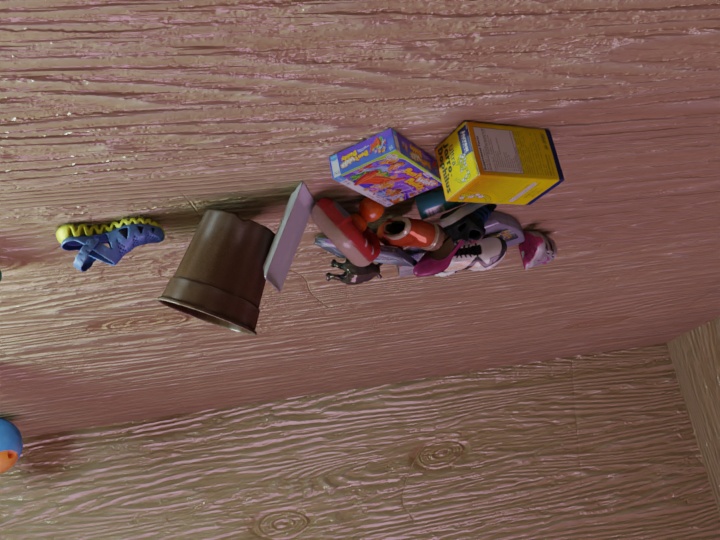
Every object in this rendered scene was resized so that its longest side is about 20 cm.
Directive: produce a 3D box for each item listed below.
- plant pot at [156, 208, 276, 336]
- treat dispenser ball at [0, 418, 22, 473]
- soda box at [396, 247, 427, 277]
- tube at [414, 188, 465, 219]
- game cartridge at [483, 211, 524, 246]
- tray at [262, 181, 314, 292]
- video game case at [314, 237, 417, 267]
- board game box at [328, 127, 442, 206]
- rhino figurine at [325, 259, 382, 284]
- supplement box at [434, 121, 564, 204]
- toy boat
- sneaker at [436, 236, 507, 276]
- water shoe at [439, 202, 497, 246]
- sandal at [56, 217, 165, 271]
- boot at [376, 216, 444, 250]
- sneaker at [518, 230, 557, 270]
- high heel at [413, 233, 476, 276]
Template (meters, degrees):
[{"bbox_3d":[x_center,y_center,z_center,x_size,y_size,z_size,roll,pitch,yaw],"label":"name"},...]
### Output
[{"bbox_3d":[-0.261,0.001,1.514,0.200,0.199,0.200,19,168,4],"label":"plant pot"},{"bbox_3d":[-1.315,0.629,2.802,0.200,0.202,0.201,-10,161,-3],"label":"treat dispenser ball"},{"bbox_3d":[0.119,-0.049,1.862,0.068,0.064,0.200,-10,161,-2],"label":"soda box"},{"bbox_3d":[0.214,-0.159,1.630,0.199,0.051,0.077,-17,175,7],"label":"tube"},{"bbox_3d":[0.320,-0.089,1.906,0.133,0.041,0.200,-25,157,24],"label":"game cartridge"},{"bbox_3d":[-0.141,-0.065,1.510,0.022,0.201,0.107,16,167,15],"label":"tray"},{"bbox_3d":[0.014,-0.041,1.771,0.199,0.019,0.143,9,171,23],"label":"video game case"},{"bbox_3d":[0.053,-0.186,1.456,0.134,0.045,0.200,-21,159,27],"label":"board game box"},{"bbox_3d":[0.000,0.000,1.905,0.087,0.060,0.200,7,-173,26],"label":"rhino figurine"},{"bbox_3d":[0.255,-0.194,1.448,0.199,0.109,0.109,0,158,-28],"label":"supplement box"},{"bbox_3d":[-0.006,-0.098,1.606,0.131,0.131,0.200,-42,158,1],"label":"toy boat"},{"bbox_3d":[0.249,-0.034,1.858,0.199,0.074,0.080,-17,158,19],"label":"sneaker"},{"bbox_3d":[0.236,-0.102,1.669,0.071,0.079,0.200,-22,180,42],"label":"water shoe"},{"bbox_3d":[-0.474,-0.047,1.501,0.199,0.087,0.080,-10,160,-9],"label":"sandal"},{"bbox_3d":[0.078,-0.087,1.673,0.107,0.075,0.200,12,175,-32],"label":"boot"},{"bbox_3d":[0.460,-0.061,2.011,0.088,0.082,0.200,-14,169,4],"label":"sneaker"},{"bbox_3d":[0.192,-0.068,1.767,0.200,0.067,0.096,-38,138,-16],"label":"high heel"}]
